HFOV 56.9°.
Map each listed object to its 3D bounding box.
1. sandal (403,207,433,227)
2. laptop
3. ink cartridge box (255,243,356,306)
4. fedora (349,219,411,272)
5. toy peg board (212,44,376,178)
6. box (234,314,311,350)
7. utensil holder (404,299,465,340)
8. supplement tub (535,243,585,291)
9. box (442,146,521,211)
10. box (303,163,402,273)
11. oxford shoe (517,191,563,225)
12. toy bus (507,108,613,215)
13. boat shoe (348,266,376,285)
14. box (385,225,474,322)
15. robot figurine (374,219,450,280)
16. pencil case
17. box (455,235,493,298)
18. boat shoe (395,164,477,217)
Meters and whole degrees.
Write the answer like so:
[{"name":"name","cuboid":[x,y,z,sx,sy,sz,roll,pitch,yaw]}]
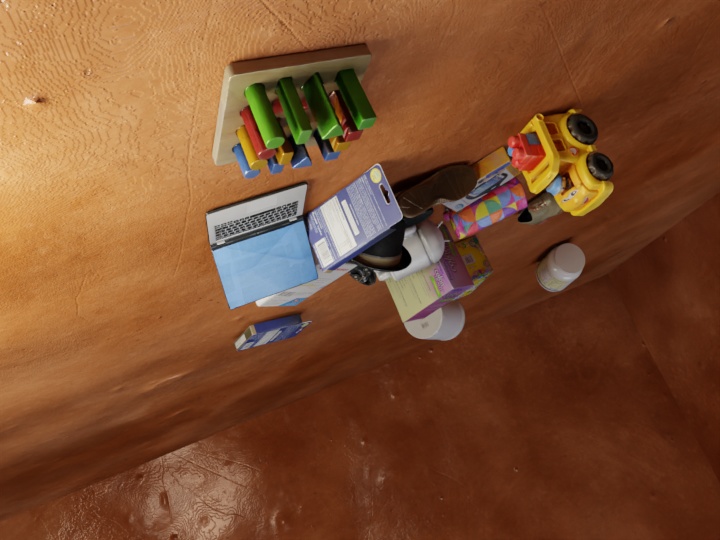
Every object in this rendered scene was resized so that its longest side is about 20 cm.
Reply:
[{"name":"sandal","cuboid":[0.073,-0.114,1.474,0.199,0.049,0.075,-21,170,40]},{"name":"laptop","cuboid":[-0.171,-0.042,1.206,0.185,0.117,0.200,-20,163,-17]},{"name":"ink cartridge box","cuboid":[-0.126,-0.003,1.446,0.198,0.086,0.144,-31,163,26]},{"name":"fedora","cuboid":[0.027,-0.078,1.363,0.199,0.200,0.093,-7,128,-45]},{"name":"toy peg board","cuboid":[-0.085,-0.189,0.903,0.197,0.099,0.199,-16,162,-24]},{"name":"box","cuboid":[-0.248,0.174,1.891,0.198,0.033,0.121,-9,158,-38]},{"name":"utensil holder","cuboid":[0.264,0.165,2.394,0.169,0.172,0.199,-31,159,25]},{"name":"supplement tub","cuboid":[0.788,-0.013,2.615,0.143,0.147,0.200,-20,163,-12]},{"name":"box","cuboid":[0.253,-0.193,1.478,0.199,0.042,0.119,-33,162,20]},{"name":"box","cuboid":[-0.013,-0.096,1.250,0.199,0.123,0.032,-32,161,27]},{"name":"oxford shoe","cuboid":[0.508,-0.176,1.846,0.074,0.071,0.200,-11,159,-21]},{"name":"toy bus","cuboid":[0.385,-0.215,1.334,0.189,0.203,0.136,-6,157,-27]},{"name":"boat shoe","cuboid":[0.000,0.000,1.668,0.069,0.067,0.200,-25,164,4]},{"name":"box","cuboid":[0.169,0.010,1.744,0.096,0.178,0.200,-7,156,-44]},{"name":"robot figurine","cuboid":[0.117,-0.051,1.593,0.198,0.114,0.170,-26,147,5]},{"name":"pencil case","cuboid":[0.303,-0.152,1.608,0.197,0.090,0.088,-23,164,2]},{"name":"box","cuboid":[0.257,0.016,1.988,0.197,0.123,0.193,-19,163,-20]},{"name":"boat shoe","cuboid":[0.152,-0.168,1.391,0.198,0.073,0.072,-28,-164,-18]}]
